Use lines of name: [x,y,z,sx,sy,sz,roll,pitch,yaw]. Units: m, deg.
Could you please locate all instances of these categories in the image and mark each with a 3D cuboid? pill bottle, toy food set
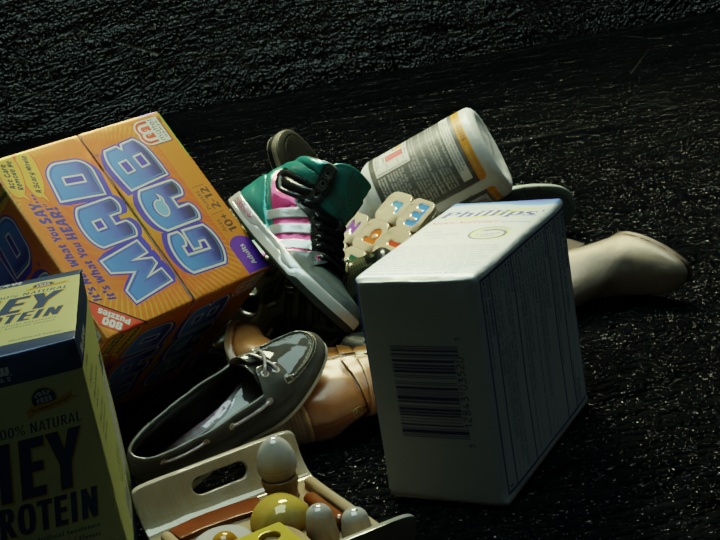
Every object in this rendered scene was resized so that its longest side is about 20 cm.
pill bottle: [0.070,-0.098,1.520,0.199,0.117,0.116,-27,13,14]
toy food set: [-0.069,0.176,0.939,0.143,0.061,0.200,-18,17,-25]

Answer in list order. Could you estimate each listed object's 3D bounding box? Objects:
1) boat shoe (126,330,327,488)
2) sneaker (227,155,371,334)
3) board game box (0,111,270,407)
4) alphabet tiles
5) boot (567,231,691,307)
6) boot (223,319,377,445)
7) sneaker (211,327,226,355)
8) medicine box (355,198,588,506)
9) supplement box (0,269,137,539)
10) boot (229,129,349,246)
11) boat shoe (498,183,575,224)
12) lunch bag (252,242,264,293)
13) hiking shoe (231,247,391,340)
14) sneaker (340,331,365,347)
boat shoe: [-0.109,0.112,1.070,0.200,0.057,0.067,-41,47,-17]
sneaker: [-0.031,-0.039,1.232,0.121,0.084,0.200,-41,58,0]
board game box: [-0.252,0.004,1.244,0.200,0.200,0.200,-26,-17,-43]
alphabet tiles: [0.000,0.000,1.365,0.200,0.015,0.195,-50,28,-9]
boot: [0.216,0.017,1.313,0.146,0.071,0.200,-30,23,-34]
boot: [-0.040,0.086,1.177,0.155,0.077,0.200,-18,23,-6]
sneaker: [-0.188,0.024,1.403,0.066,0.200,0.091,-39,-15,-23]
medicine box: [0.096,0.058,1.019,0.103,0.183,0.200,-1,19,28]
supplement box: [-0.254,0.129,0.963,0.134,0.201,0.200,-13,16,-8]
boot: [-0.104,-0.074,1.582,0.150,0.200,0.073,-5,36,36]
boat shoe: [0.166,-0.067,1.598,0.201,0.075,0.065,-17,19,4]
lunch bag: [-0.149,0.010,1.518,0.199,0.077,0.160,0,20,30]
hiking shoe: [-0.055,0.022,1.286,0.200,0.101,0.076,-29,32,25]
sneaker: [0.073,0.052,1.215,0.199,0.092,0.078,-4,16,20]
